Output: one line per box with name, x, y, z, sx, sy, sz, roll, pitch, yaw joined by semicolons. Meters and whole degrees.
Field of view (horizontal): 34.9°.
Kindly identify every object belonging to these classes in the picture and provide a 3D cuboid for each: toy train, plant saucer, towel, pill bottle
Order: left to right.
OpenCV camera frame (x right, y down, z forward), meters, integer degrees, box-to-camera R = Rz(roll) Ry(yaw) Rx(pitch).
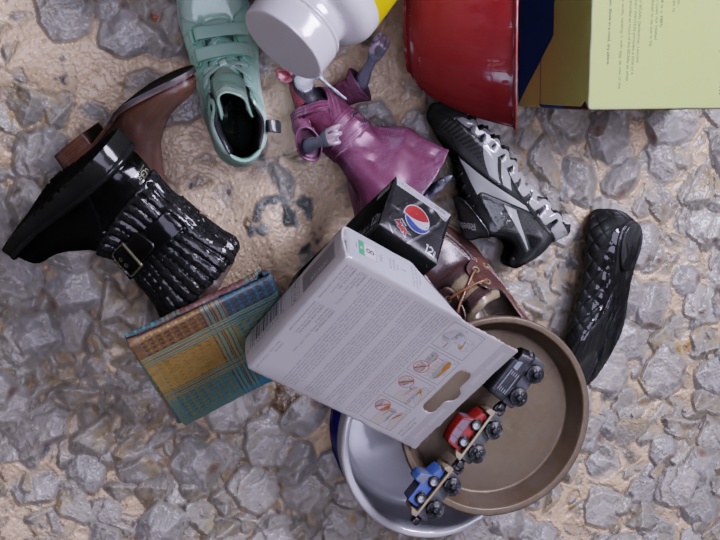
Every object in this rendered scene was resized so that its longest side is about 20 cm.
towel;-0.132;0.074;1.083;0.145;0.201;0.022;-26;63;-7
pill bottle;-0.011;-0.268;0.990;0.111;0.111;0.201;41;74;-16
toy train;0.104;0.158;1.103;0.046;0.034;0.201;37;89;-12
plant saucer;0.131;0.143;1.139;0.196;0.029;0.204;-2;99;-12

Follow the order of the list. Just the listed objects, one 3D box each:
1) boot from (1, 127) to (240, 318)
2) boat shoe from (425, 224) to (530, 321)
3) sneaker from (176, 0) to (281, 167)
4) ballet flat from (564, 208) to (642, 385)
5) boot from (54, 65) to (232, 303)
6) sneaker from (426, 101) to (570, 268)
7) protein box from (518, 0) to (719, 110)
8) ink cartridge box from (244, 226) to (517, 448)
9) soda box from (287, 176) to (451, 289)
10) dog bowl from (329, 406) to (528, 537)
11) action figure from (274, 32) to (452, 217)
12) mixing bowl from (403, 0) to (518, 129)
boot;-0.222;-0.020;1.041;0.158;0.210;0.080;45;47;-20
boat shoe;0.117;0.023;1.174;0.072;0.072;0.200;-42;106;-3
sneaker;-0.121;-0.196;1.060;0.073;0.118;0.204;-14;100;-8
ballet flat;0.251;0.033;1.227;0.066;0.057;0.203;5;104;-41
boot;-0.167;-0.069;1.071;0.185;0.064;0.201;-27;104;33
sneaker;0.124;-0.080;1.162;0.091;0.066;0.200;-45;108;-5
protein box;0.272;-0.259;1.115;0.197;0.135;0.202;-4;100;-22
ink cartridge box;0.018;0.066;1.044;0.198;0.051;0.161;27;124;-26
soda box;0.000;0.000;1.085;0.070;0.200;0.064;33;49;-15
dog bowl;0.069;0.165;1.184;0.196;0.079;0.204;-2;100;-12
action figure;-0.009;-0.130;1.124;0.200;0.149;0.134;44;60;3
mixing bowl;0.097;-0.236;1.081;0.106;0.200;0.204;2;100;8
